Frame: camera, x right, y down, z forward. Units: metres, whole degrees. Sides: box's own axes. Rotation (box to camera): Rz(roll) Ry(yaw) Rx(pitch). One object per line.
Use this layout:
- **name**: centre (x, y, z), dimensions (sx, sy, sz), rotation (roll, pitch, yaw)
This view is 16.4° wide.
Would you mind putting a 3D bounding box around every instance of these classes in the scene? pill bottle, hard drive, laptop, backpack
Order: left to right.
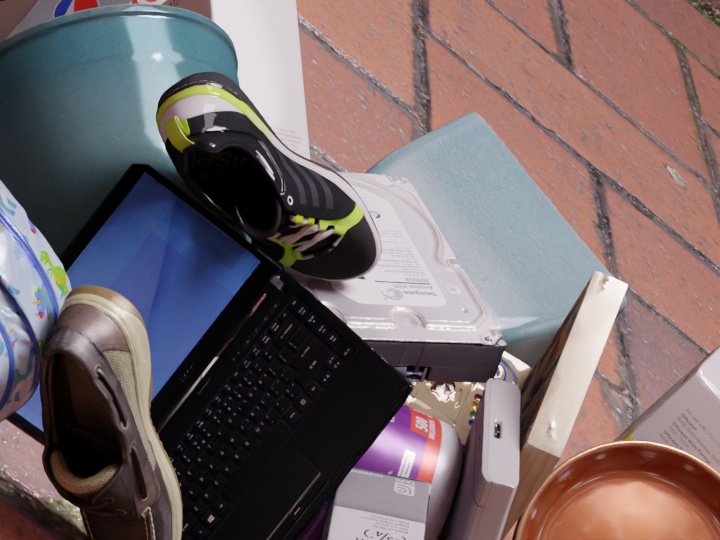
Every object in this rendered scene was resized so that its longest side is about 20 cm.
- **backpack**: centre (-0.259, 0.002, 1.422), dimensions (0.200, 0.163, 0.154), rotation (42, 29, -26)
- **laptop**: centre (-0.104, 0.070, 1.496), dimensions (0.200, 0.178, 0.103), rotation (41, 5, 34)
- **pill bottle**: centre (-0.041, 0.117, 1.613), dimensions (0.199, 0.113, 0.113), rotation (24, 26, -11)
- **hard drive**: centre (0.000, 0.000, 1.673), dimensions (0.139, 0.038, 0.200), rotation (3, 35, -24)
- **hard drive**: centre (0.063, 0.187, 1.604), dimensions (0.026, 0.201, 0.132), rotation (14, 26, -3)

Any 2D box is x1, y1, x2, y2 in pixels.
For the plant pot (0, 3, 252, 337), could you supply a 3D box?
- **plant pot**: centre (-0.155, -0.041, 1.639), dimensions (0.199, 0.199, 0.189), rotation (16, 50, -51)

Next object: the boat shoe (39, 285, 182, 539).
- **boat shoe**: centre (-0.152, 0.106, 1.430), dimensions (0.065, 0.073, 0.201), rotation (-47, 137, -48)

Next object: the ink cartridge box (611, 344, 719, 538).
- **ink cartridge box**: centre (0.261, 0.178, 1.968), dimensions (0.145, 0.200, 0.147), rotation (47, 21, 6)

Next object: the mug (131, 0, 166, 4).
- **mug**: centre (-0.210, -0.263, 1.980), dimensions (0.199, 0.133, 0.178), rotation (36, 62, -10)

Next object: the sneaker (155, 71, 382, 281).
- **sneaker**: centre (-0.060, -0.038, 1.543), dimensions (0.200, 0.072, 0.083), rotation (40, 26, -35)

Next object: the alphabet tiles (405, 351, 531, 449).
- **alphabet tiles**: centre (0.008, 0.106, 1.700), dimensions (0.167, 0.008, 0.201), rotation (32, 66, -8)

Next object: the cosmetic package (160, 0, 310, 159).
- **cosmetic package**: centre (-0.100, -0.108, 1.844), dimensions (0.084, 0.107, 0.201), rotation (9, 62, -35)

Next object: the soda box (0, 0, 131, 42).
- **soda box**: centre (-0.225, -0.174, 1.713), dimensions (0.063, 0.200, 0.068), rotation (23, 28, -43)

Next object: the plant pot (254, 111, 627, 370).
- **plant pot**: centre (0.035, 0.032, 1.853), dimensions (0.199, 0.197, 0.196), rotation (-20, 65, -50)

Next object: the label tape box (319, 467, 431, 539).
- **label tape box**: centre (-0.007, 0.228, 1.453), dimensions (0.063, 0.145, 0.200), rotation (12, 25, 0)

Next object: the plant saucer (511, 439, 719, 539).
- **plant saucer**: centre (0.205, 0.227, 1.846), dimensions (0.200, 0.200, 0.032), rotation (47, -19, 5)

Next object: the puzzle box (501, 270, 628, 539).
- **puzzle box**: centre (0.121, 0.096, 1.656), dimensions (0.025, 0.200, 0.134), rotation (24, 64, 1)
